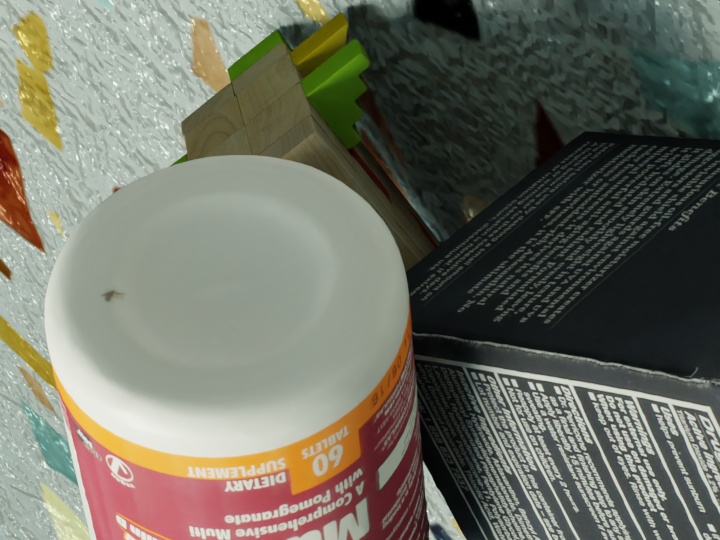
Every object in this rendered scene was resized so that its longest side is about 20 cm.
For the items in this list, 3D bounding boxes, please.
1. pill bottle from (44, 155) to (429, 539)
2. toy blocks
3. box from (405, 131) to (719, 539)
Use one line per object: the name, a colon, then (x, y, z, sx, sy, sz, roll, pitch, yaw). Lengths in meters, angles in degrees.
pill bottle: (-0.033, 0.067, 0.897, 0.109, 0.109, 0.201, 35, 150, 30)
toy blocks: (0.000, 0.000, 1.012, 0.137, 0.100, 0.200, 51, -175, -16)
box: (0.132, 0.072, 0.888, 0.198, 0.123, 0.201, 9, 133, 58)
